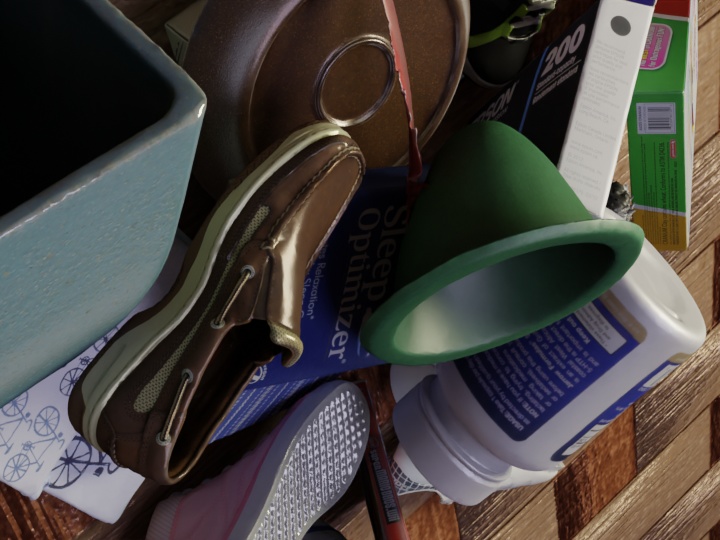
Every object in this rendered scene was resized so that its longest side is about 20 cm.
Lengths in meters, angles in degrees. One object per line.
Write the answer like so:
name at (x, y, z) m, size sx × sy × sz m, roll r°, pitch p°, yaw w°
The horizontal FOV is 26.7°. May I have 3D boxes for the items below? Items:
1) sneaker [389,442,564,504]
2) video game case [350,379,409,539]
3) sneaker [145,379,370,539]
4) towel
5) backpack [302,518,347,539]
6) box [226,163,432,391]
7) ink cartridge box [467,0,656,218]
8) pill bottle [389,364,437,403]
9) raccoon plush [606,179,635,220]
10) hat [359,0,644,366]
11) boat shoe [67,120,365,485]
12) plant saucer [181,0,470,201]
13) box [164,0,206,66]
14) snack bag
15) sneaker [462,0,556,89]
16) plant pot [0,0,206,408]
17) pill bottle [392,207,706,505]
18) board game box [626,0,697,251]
sneaker at (0.096, 0.156, 1.270) m, size 0.199 × 0.076 × 0.081 m, roll 17°, pitch 114°, yaw -49°
video game case at (0.023, 0.199, 1.112) m, size 0.017 × 0.201 × 0.144 m, roll -12°, pitch 133°, yaw -4°
sneaker at (-0.079, 0.152, 1.044) m, size 0.201 × 0.104 × 0.076 m, roll -57°, pitch 133°, yaw -29°
towel at (-0.054, 0.058, 0.987) m, size 0.199 × 0.024 × 0.145 m, roll -19°, pitch 155°, yaw -51°
backpack at (-0.067, 0.276, 1.115) m, size 0.163 × 0.153 × 0.202 m, roll 25°, pitch 84°, yaw -46°
box at (0.000, 0.000, 0.888) m, size 0.199 × 0.032 × 0.122 m, roll -9°, pitch 122°, yaw -40°
ink cartridge box at (0.117, -0.094, 1.000) m, size 0.198 × 0.043 × 0.202 m, roll -39°, pitch -151°, yaw 62°
pill bottle at (0.121, 0.054, 1.178) m, size 0.199 × 0.108 × 0.110 m, roll -32°, pitch 137°, yaw -32°
raccoon plush at (0.150, -0.021, 1.123) m, size 0.134 × 0.096 × 0.202 m, roll -77°, pitch 167°, yaw -59°
hat at (0.056, -0.066, 0.859) m, size 0.164 × 0.178 × 0.200 m, roll -10°, pitch 159°, yaw -25°
boat shoe at (-0.053, 0.020, 0.759) m, size 0.203 × 0.075 × 0.075 m, roll -53°, pitch 153°, yaw -7°
plant saucer at (-0.010, -0.110, 0.844) m, size 0.199 × 0.032 × 0.202 m, roll -25°, pitch 136°, yaw -26°
box at (-0.044, -0.079, 0.917) m, size 0.082 × 0.068 × 0.201 m, roll -37°, pitch 139°, yaw -21°
snack bag at (-0.152, 0.062, 0.938) m, size 0.189 × 0.021 × 0.200 m, roll -53°, pitch 144°, yaw -7°
sneaker at (0.113, -0.200, 0.997) m, size 0.071 × 0.083 × 0.202 m, roll -23°, pitch 136°, yaw -37°
plant pot at (-0.204, -0.024, 0.679) m, size 0.196 × 0.196 × 0.201 m, roll -35°, pitch 157°, yaw -27°
pill bottle at (0.120, 0.063, 1.018) m, size 0.200 × 0.120 × 0.119 m, roll -43°, pitch 149°, yaw 21°
board game box at (0.226, -0.139, 1.124) m, size 0.154 × 0.040 × 0.201 m, roll 77°, pitch 20°, yaw -45°
